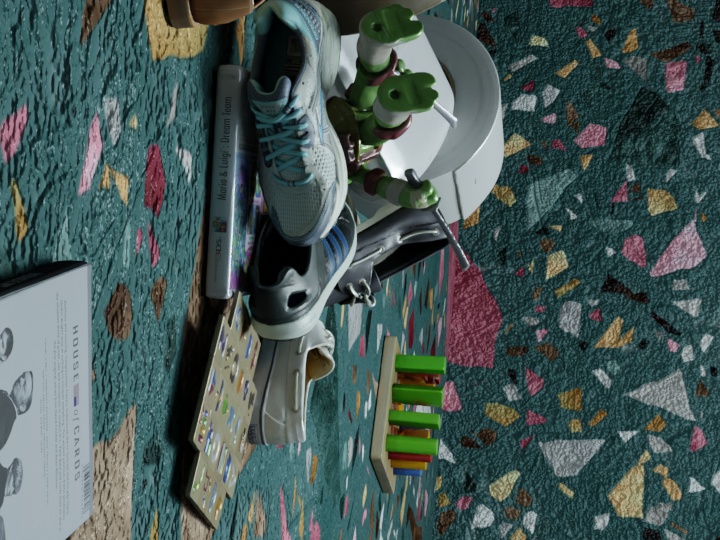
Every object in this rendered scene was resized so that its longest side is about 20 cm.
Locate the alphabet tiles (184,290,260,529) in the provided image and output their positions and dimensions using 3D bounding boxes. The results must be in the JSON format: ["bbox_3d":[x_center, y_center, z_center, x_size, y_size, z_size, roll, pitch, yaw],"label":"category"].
[{"bbox_3d":[-0.109,0.116,1.092,0.200,0.006,0.167,82,19,-68],"label":"alphabet tiles"}]

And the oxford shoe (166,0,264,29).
[{"bbox_3d":[-0.083,-0.231,0.995,0.200,0.071,0.072,-77,165,-53],"label":"oxford shoe"}]

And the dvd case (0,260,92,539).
[{"bbox_3d":[-0.178,0.082,0.666,0.200,0.025,0.151,-42,135,-78],"label":"dvd case"}]

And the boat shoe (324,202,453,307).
[{"bbox_3d":[0.000,0.000,1.251,0.200,0.063,0.073,-36,164,-15],"label":"boat shoe"}]

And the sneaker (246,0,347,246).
[{"bbox_3d":[-0.062,-0.119,1.066,0.086,0.077,0.201,-2,89,-69],"label":"sneaker"}]

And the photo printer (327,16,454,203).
[{"bbox_3d":[0.014,-0.178,1.308,0.200,0.069,0.167,61,43,-26],"label":"photo printer"}]

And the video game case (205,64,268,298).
[{"bbox_3d":[-0.092,-0.071,1.145,0.200,0.024,0.183,-9,103,-81],"label":"video game case"}]

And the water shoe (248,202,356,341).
[{"bbox_3d":[-0.047,-0.025,1.153,0.200,0.071,0.079,-76,164,-52],"label":"water shoe"}]

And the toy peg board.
[{"bbox_3d":[0.085,0.234,2.128,0.199,0.097,0.201,74,22,-64],"label":"toy peg board"}]

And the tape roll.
[{"bbox_3d":[0.056,-0.161,1.479,0.139,0.202,0.204,68,27,-69],"label":"tape roll"}]

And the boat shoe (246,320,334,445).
[{"bbox_3d":[-0.057,0.080,1.273,0.200,0.069,0.071,-77,167,-44],"label":"boat shoe"}]

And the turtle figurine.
[{"bbox_3d":[0.042,-0.131,1.163,0.194,0.199,0.144,111,1,-64],"label":"turtle figurine"}]

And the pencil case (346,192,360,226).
[{"bbox_3d":[-0.032,-0.037,1.354,0.200,0.077,0.090,62,19,-73],"label":"pencil case"}]

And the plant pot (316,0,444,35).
[{"bbox_3d":[-0.001,-0.331,1.175,0.200,0.199,0.174,-75,150,-51],"label":"plant pot"}]
